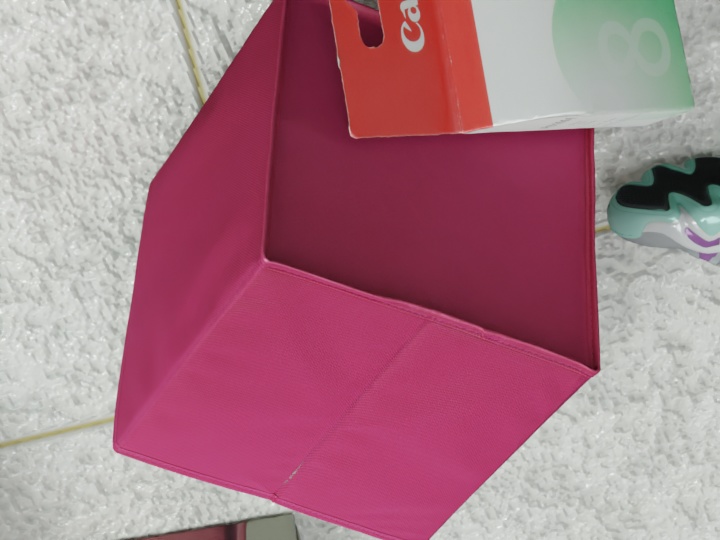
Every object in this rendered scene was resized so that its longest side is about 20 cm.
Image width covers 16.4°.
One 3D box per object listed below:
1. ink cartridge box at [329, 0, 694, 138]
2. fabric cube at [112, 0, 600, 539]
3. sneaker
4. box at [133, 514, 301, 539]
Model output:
[{"bbox_3d":[0.076,-0.154,1.311,0.200,0.050,0.161,-4,81,-36],"label":"ink cartridge box"},{"bbox_3d":[0.000,0.000,1.355,0.200,0.197,0.199,20,139,-18],"label":"fabric cube"},{"bbox_3d":[0.245,0.005,1.495,0.199,0.078,0.140,-4,118,-5],"label":"sneaker"},{"bbox_3d":[-0.125,0.246,1.559,0.199,0.109,0.128,-9,119,-3],"label":"box"}]
